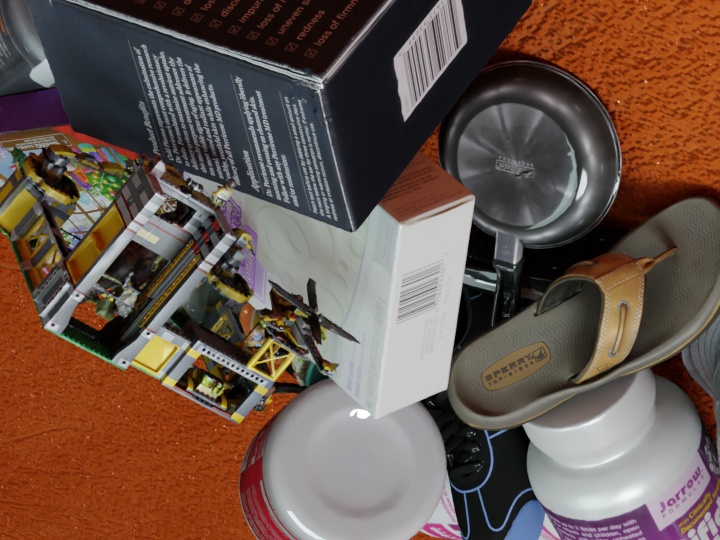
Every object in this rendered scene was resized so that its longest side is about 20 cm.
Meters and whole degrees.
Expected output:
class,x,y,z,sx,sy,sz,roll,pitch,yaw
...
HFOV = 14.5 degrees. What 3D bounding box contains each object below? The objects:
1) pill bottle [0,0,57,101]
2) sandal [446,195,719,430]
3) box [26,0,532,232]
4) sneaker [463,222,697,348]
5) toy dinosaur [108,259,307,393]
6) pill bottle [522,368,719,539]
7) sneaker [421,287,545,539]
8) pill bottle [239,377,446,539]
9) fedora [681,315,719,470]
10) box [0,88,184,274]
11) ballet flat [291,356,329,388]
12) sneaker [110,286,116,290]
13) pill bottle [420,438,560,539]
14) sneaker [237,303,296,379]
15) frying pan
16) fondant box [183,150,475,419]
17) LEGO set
class,x,y,z,sx,sy,sz,roll,pitch,yaw
pill bottle,-0.199,-0.157,1.819,0.106,0.106,0.200,46,149,-13
sandal,0.131,0.024,1.648,0.055,0.200,0.082,37,-152,-60
box,-0.041,-0.153,1.563,0.196,0.200,0.124,22,146,26
sneaker,0.114,0.010,1.749,0.200,0.072,0.083,20,146,29
toy dinosaur,-0.104,0.032,1.776,0.088,0.048,0.200,18,162,33
pill bottle,0.169,0.134,1.740,0.112,0.112,0.200,8,141,41
sneaker,0.065,0.086,1.778,0.070,0.200,0.078,-25,149,39
pill bottle,-0.017,0.133,1.803,0.112,0.112,0.200,39,166,-1
fedora,0.265,0.090,1.655,0.177,0.090,0.200,31,148,-9
box,-0.168,-0.056,1.803,0.200,0.039,0.137,-4,137,46
ballet flat,0.000,0.000,1.745,0.064,0.076,0.200,60,145,20
sneaker,-0.201,-0.050,2.021,0.200,0.073,0.082,44,166,1
pill bottle,0.087,0.124,1.891,0.200,0.113,0.113,-3,131,49
sneaker,-0.056,0.025,1.912,0.090,0.070,0.200,28,175,22
frying pan,0.079,-0.037,1.680,0.115,0.031,0.190,36,118,9
fondant box,-0.024,-0.030,1.639,0.200,0.058,0.144,42,140,37
LEGO set,-0.097,-0.014,1.562,0.200,0.116,0.154,33,-163,-27
